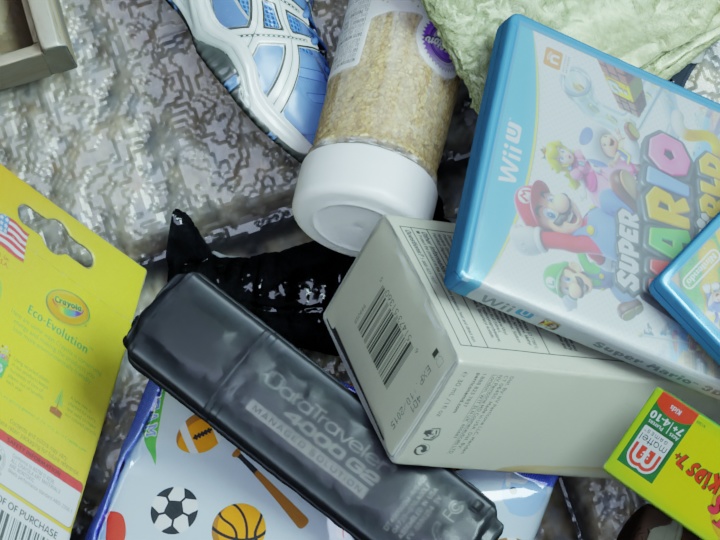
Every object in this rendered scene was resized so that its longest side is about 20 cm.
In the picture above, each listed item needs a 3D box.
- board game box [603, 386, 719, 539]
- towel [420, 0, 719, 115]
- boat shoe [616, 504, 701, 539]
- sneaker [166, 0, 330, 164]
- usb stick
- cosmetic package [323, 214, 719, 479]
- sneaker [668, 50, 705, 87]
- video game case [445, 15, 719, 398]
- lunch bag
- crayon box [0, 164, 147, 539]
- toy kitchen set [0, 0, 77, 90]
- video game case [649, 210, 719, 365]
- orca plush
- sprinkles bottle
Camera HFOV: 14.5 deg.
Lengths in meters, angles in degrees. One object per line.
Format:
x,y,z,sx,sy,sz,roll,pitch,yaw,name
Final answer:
0.204,0.125,1.336,0.102,0.200,0.048,34,91,35,board game box
0.086,-0.167,1.362,0.148,0.036,0.200,-32,101,-6,towel
0.132,0.221,1.405,0.075,0.075,0.203,27,85,-4,boat shoe
-0.050,-0.132,1.432,0.077,0.076,0.200,-35,87,2,sneaker
-0.023,0.075,1.322,0.200,0.033,0.055,37,78,10,usb stick
0.094,0.041,1.354,0.200,0.071,0.105,8,39,-32,cosmetic package
0.166,-0.122,1.436,0.199,0.079,0.130,-3,101,-17,sneaker
0.142,-0.021,1.323,0.200,0.018,0.143,22,62,-17,video game case
-0.029,0.133,1.388,0.200,0.124,0.170,21,86,-6,lunch bag
-0.184,0.057,1.373,0.127,0.051,0.200,39,52,-34,crayon box
-0.171,-0.209,1.366,0.163,0.200,0.181,-16,77,-1,toy kitchen set
0.248,0.033,1.306,0.200,0.018,0.143,46,66,0,video game case
0.000,0.000,1.423,0.200,0.071,0.105,16,85,1,orca plush
0.020,-0.106,1.400,0.068,0.068,0.200,13,62,1,sprinkles bottle
